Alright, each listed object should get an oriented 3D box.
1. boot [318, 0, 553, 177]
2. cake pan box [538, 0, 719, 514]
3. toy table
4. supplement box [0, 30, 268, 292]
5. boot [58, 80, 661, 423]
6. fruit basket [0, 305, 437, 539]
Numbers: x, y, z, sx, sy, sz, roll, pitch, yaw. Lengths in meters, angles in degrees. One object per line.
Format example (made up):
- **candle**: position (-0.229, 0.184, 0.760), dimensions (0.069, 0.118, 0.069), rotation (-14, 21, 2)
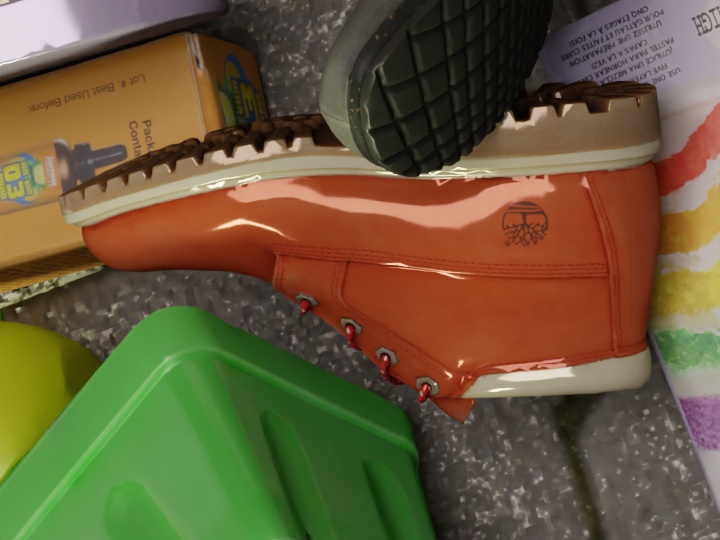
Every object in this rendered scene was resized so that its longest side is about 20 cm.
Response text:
- **boot**: position (0.000, -0.109, 0.884), dimensions (0.130, 0.200, 0.068), rotation (16, 135, 21)
- **cake pan box**: position (0.180, -0.030, 0.910), dimensions (0.200, 0.052, 0.185), rotation (-23, 81, 18)
- **toy table**: position (-0.145, -0.120, 0.979), dimensions (0.200, 0.184, 0.117), rotation (-15, 92, 25)
- **supplement box**: position (-0.130, -0.027, 1.018), dimensions (0.200, 0.069, 0.067), rotation (-14, 82, 21)
- **boot**: position (0.000, 0.000, 0.914), dimensions (0.199, 0.075, 0.108), rotation (-3, 103, 15)
- **fruit basket**: position (-0.093, 0.094, 0.958), dimensions (0.215, 0.155, 0.216), rotation (-21, 56, 35)
